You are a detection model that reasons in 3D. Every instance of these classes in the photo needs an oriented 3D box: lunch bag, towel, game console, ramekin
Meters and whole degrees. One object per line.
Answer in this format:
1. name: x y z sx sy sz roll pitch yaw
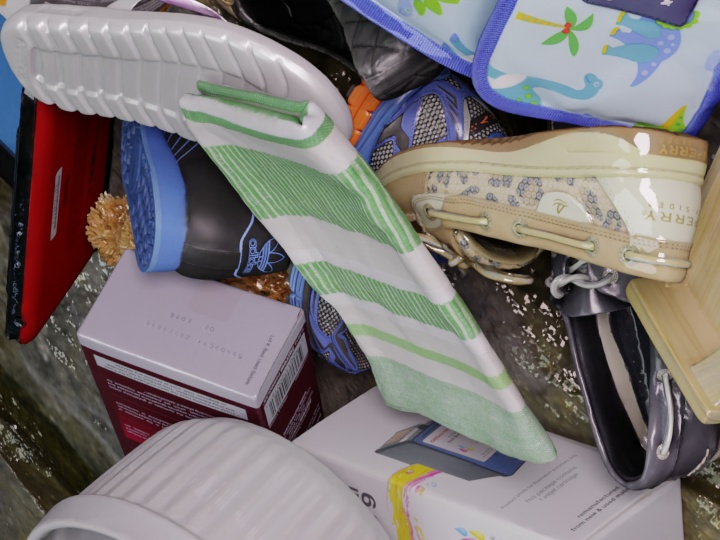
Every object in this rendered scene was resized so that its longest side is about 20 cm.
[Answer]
1. lunch bag: 0.088 -0.160 0.810 0.199 0.128 0.170 33 134 6
2. towel: 0.000 0.000 0.918 0.200 0.023 0.152 56 162 -23
3. game console: -0.209 -0.090 1.172 0.118 0.173 0.201 18 129 8
4. ramekin: -0.064 0.169 1.010 0.199 0.105 0.201 28 144 23

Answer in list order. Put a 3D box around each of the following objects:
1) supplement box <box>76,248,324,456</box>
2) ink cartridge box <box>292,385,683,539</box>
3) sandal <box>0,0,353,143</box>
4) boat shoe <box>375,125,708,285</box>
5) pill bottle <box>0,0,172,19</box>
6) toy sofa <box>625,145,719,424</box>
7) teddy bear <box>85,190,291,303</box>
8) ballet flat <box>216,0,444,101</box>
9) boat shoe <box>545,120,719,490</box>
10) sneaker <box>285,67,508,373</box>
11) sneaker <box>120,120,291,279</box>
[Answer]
1. supplement box: -0.079 0.079 1.091 0.108 0.061 0.200 19 151 16
2. ink cartridge box: 0.067 0.158 1.036 0.199 0.087 0.146 18 125 43
3. sandal: -0.090 -0.107 0.982 0.202 0.050 0.083 15 142 23
4. boat shoe: 0.069 -0.023 0.855 0.200 0.073 0.063 -5 81 59
5. pill bottle: -0.129 -0.210 0.987 0.117 0.116 0.200 51 150 13
6. toy sofa: 0.193 -0.034 0.806 0.201 0.097 0.083 107 147 -41
7. teddy bear: -0.090 0.008 1.134 0.199 0.067 0.146 24 130 37
8. ballet flat: -0.026 -0.128 0.944 0.200 0.057 0.067 26 147 54
9. boat shoe: 0.120 0.006 0.907 0.072 0.063 0.201 -1 109 50
10. sneaker: 0.019 -0.018 0.999 0.078 0.075 0.201 37 136 23
11. sneaker: -0.084 -0.061 1.056 0.201 0.077 0.070 -103 25 -50
